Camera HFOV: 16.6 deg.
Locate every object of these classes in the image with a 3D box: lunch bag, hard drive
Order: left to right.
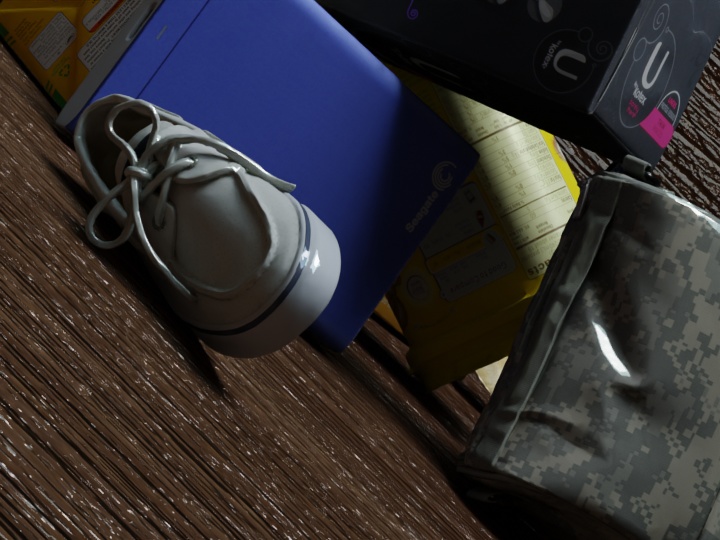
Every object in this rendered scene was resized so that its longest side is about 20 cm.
[{"bbox_3d":[-0.043,-0.067,1.267,0.200,0.132,0.025,40,-10,-30],"label":"hard drive"},{"bbox_3d":[0.152,0.062,1.314,0.168,0.200,0.139,34,-14,-34],"label":"lunch bag"}]

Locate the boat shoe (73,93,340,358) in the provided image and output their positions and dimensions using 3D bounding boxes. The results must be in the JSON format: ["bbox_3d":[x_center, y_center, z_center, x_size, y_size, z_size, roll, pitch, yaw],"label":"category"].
[{"bbox_3d":[-0.079,-0.034,1.046,0.086,0.075,0.202,41,3,-31],"label":"boat shoe"}]

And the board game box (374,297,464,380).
[{"bbox_3d":[0.000,0.000,1.652,0.200,0.030,0.096,43,3,-46],"label":"board game box"}]

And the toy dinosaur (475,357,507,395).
[{"bbox_3d":[0.108,0.087,1.679,0.101,0.058,0.200,35,31,-40],"label":"toy dinosaur"}]

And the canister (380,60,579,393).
[{"bbox_3d":[0.058,-0.046,1.476,0.087,0.148,0.200,-24,88,-52],"label":"canister"}]

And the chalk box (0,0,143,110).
[{"bbox_3d":[-0.082,-0.109,1.366,0.200,0.124,0.124,36,8,-46],"label":"chalk box"}]

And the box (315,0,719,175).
[{"bbox_3d":[0.079,-0.146,1.333,0.200,0.106,0.122,25,-2,27],"label":"box"}]
